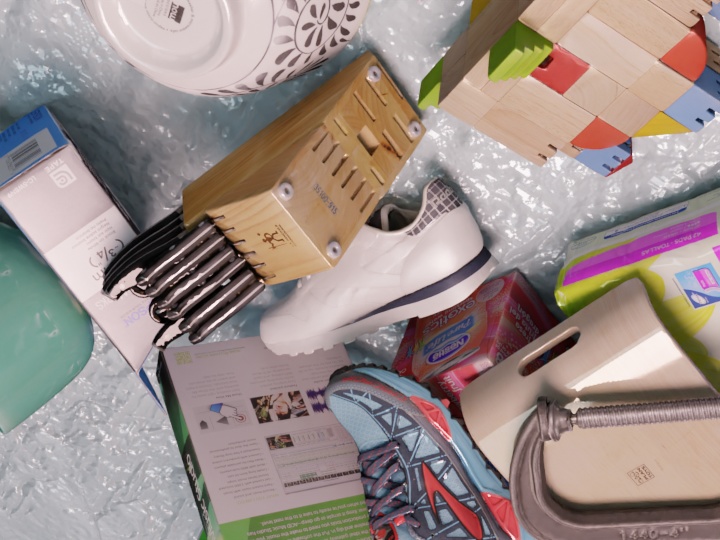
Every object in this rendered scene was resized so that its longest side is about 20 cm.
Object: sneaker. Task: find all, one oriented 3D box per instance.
[{"bbox_3d":[0.039,0.149,0.746,0.200,0.096,0.079,47,147,8],"label":"sneaker"},{"bbox_3d":[0.000,0.000,0.814,0.200,0.076,0.081,-24,106,31],"label":"sneaker"}]

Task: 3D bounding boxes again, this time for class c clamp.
[{"bbox_3d":[0.183,0.103,0.688,0.200,0.027,0.171,-11,119,14],"label":"c clamp"}]

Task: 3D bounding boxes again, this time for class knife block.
[{"bbox_3d":[-0.071,-0.040,0.730,0.175,0.200,0.064,-12,125,44],"label":"knife block"}]

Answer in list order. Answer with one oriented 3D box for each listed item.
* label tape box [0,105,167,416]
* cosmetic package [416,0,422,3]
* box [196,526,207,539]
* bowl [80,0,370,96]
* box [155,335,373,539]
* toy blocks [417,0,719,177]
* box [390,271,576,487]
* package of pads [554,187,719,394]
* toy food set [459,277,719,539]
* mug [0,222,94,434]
[{"bbox_3d":[-0.185,-0.011,0.821,0.063,0.144,0.200,-36,117,-7],"label":"label tape box"},{"bbox_3d":[0.088,-0.228,0.547,0.200,0.107,0.090,-28,114,40],"label":"cosmetic package"},{"bbox_3d":[-0.031,0.210,0.927,0.200,0.177,0.097,-24,117,37],"label":"box"},{"bbox_3d":[-0.099,-0.175,0.676,0.200,0.094,0.201,11,132,12],"label":"bowl"},{"bbox_3d":[-0.053,0.131,0.820,0.144,0.200,0.036,-6,138,-23],"label":"box"},{"bbox_3d":[0.143,-0.121,0.638,0.137,0.100,0.200,27,136,-18],"label":"toy blocks"},{"bbox_3d":[0.121,0.113,0.836,0.103,0.095,0.200,-23,118,37],"label":"box"},{"bbox_3d":[0.237,0.047,0.750,0.154,0.068,0.200,-22,118,35],"label":"package of pads"},{"bbox_3d":[0.179,0.116,0.739,0.143,0.060,0.200,-36,105,24],"label":"toy food set"},{"bbox_3d":[-0.296,0.027,0.909,0.185,0.114,0.152,39,157,27],"label":"mug"}]
